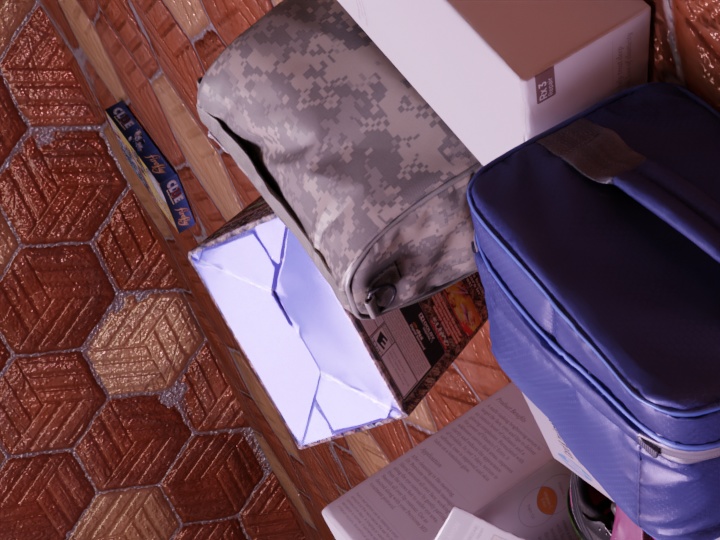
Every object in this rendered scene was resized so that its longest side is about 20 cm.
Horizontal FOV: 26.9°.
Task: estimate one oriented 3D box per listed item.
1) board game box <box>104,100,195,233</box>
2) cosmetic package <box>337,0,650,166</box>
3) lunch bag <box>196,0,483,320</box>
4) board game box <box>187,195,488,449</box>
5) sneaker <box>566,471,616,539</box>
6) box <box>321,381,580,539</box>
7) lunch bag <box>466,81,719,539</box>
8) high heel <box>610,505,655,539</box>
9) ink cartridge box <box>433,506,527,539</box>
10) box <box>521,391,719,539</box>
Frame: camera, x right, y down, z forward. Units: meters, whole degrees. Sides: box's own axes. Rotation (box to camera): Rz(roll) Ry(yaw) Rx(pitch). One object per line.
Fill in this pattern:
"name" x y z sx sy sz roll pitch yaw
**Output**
"board game box" -0.347 -0.171 2.482 0.200 0.035 0.136 51 166 33
"cosmetic package" 0.060 -0.141 0.785 0.200 0.081 0.113 51 166 29
"lunch bag" 0.013 -0.083 0.903 0.200 0.168 0.139 53 166 29
"board game box" 0.000 0.000 1.055 0.097 0.200 0.160 -21 103 35
"sneaker" 0.202 0.194 1.031 0.200 0.077 0.084 45 162 43
"box" 0.098 0.210 1.189 0.106 0.200 0.152 38 157 56
"lunch bag" 0.143 0.016 0.685 0.200 0.136 0.132 49 165 40
"high heel" 0.231 0.168 0.921 0.200 0.067 0.096 25 113 44
"ink cartridge box" 0.124 0.266 1.124 0.200 0.160 0.047 25 -159 -6
"box" 0.185 0.124 0.837 0.200 0.041 0.156 37 170 27
